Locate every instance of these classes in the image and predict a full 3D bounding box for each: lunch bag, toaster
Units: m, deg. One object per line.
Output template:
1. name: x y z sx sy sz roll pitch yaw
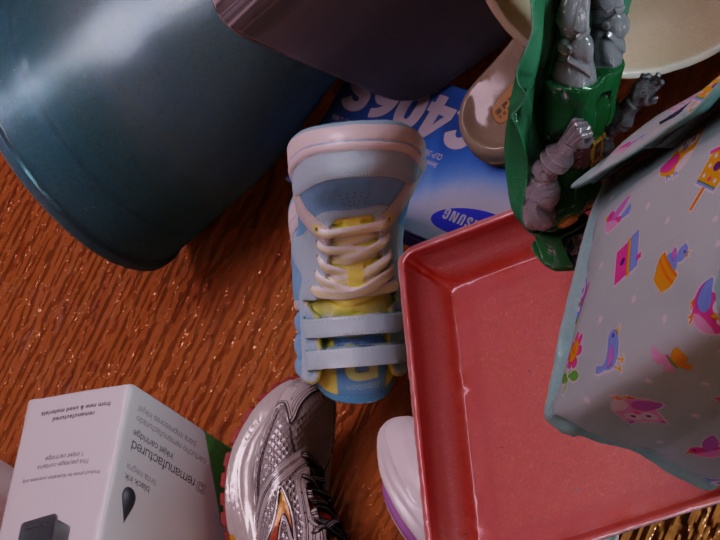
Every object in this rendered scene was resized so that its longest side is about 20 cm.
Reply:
1. lunch bag: 0.178 -0.024 1.280 0.170 0.122 0.200 -38 34 58
2. toaster: -0.008 -0.214 1.608 0.119 0.200 0.181 -41 50 30

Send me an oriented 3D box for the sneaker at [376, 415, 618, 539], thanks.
1. sneaker: 0.082 0.139 1.466 0.100 0.075 0.200 -41 52 3

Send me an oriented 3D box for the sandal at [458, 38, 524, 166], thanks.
1. sandal: 0.119 -0.142 1.538 0.200 0.054 0.080 -47 50 18

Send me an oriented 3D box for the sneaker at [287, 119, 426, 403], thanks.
1. sneaker: 0.000 0.000 1.517 0.079 0.200 0.131 -4 73 -2

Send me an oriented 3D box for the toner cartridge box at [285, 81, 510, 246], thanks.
1. toner cartridge box: 0.051 -0.059 1.634 0.200 0.043 0.095 23 81 46

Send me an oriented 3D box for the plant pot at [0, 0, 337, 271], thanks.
1. plant pot: -0.110 -0.132 1.703 0.188 0.200 0.200 -34 46 22

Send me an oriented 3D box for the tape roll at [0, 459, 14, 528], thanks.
1. tape roll: -0.285 0.202 1.736 0.202 0.071 0.203 -21 52 30

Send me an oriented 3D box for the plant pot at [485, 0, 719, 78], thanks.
1. plant pot: 0.122 -0.228 1.454 0.187 0.187 0.200 -42 31 11

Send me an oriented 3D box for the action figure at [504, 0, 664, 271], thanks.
1. action figure: 0.109 -0.084 1.367 0.055 0.200 0.118 27 41 28

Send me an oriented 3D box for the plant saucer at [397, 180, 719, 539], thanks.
1. plant saucer: 0.120 0.051 1.411 0.200 0.037 0.200 -20 57 24

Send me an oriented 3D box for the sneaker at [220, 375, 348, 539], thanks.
1. sneaker: -0.030 0.156 1.550 0.082 0.078 0.201 -8 67 31

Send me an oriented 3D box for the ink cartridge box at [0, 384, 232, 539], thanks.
1. ink cartridge box: -0.134 0.186 1.560 0.083 0.147 0.200 -10 58 35
